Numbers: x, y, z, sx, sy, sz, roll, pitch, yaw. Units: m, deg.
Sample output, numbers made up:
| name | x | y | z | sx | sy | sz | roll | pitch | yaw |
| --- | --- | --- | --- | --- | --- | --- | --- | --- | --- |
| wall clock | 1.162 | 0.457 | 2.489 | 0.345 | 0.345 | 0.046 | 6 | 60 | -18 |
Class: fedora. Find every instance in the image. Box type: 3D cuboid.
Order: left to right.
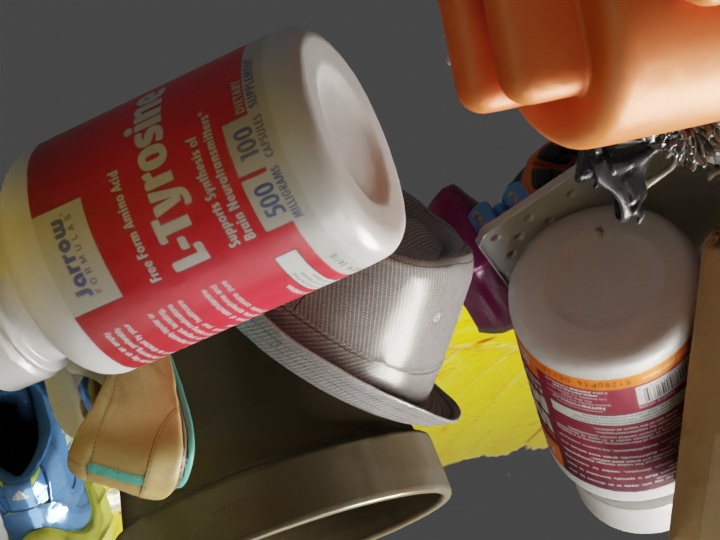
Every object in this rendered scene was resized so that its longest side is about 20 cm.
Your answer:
| name | x | y | z | sx | sy | sz | roll | pitch | yaw |
| --- | --- | --- | --- | --- | --- | --- | --- | --- | --- |
| fedora | 0.000 | 0.000 | 1.411 | 0.091 | 0.177 | 0.200 | -54 | 159 | 12 |

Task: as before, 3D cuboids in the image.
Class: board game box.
| name | x | y | z | sx | sy | sz | roll | pitch | yaw |
| --- | --- | --- | --- | --- | --- | --- | --- | --- | --- |
| board game box | 0.177 | -0.034 | 1.517 | 0.199 | 0.026 | 0.200 | -34 | 143 | 5 |

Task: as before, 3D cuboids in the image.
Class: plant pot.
| name | x | y | z | sx | sy | sz | roll | pitch | yaw |
| --- | --- | --- | --- | --- | --- | --- | --- | --- | --- |
| plant pot | -0.068 | 0.083 | 1.542 | 0.199 | 0.175 | 0.200 | -19 | 169 | -4 |

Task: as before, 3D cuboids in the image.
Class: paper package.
| name | x | y | z | sx | sy | sz | roll | pitch | yaw |
| --- | --- | --- | --- | --- | --- | --- | --- | --- | --- |
| paper package | 0.256 | 0.050 | 1.458 | 0.103 | 0.201 | 0.190 | 15 | -153 | 25 |

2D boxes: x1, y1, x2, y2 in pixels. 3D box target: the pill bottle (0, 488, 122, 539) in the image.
| name | x | y | z | sx | sy | sz | roll | pitch | yaw |
| --- | --- | --- | --- | --- | --- | --- | --- | --- | --- |
| pill bottle | -0.197 | 0.129 | 1.682 | 0.199 | 0.113 | 0.112 | -11 | 165 | -38 |

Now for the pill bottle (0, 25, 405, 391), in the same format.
| name | x | y | z | sx | sy | sz | roll | pitch | yaw |
| --- | --- | --- | --- | --- | --- | --- | --- | --- | --- |
| pill bottle | -0.089 | -0.022 | 1.195 | 0.199 | 0.113 | 0.112 | -24 | 167 | 17 |

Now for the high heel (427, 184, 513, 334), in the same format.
| name | x | y | z | sx | sy | sz | roll | pitch | yaw |
| --- | --- | --- | --- | --- | --- | --- | --- | --- | --- |
| high heel | 0.034 | -0.009 | 1.651 | 0.067 | 0.096 | 0.200 | -33 | -166 | -17 |

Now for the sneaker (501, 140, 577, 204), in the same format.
| name | x | y | z | sx | sy | sz | roll | pitch | yaw |
| --- | --- | --- | --- | --- | --- | --- | --- | --- | --- |
| sneaker | 0.168 | -0.055 | 1.593 | 0.199 | 0.076 | 0.078 | -3 | 170 | -31 |

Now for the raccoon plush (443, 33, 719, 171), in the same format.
| name | x | y | z | sx | sy | sz | roll | pitch | yaw |
| --- | --- | --- | --- | --- | --- | --- | --- | --- | --- |
| raccoon plush | 0.155 | -0.120 | 1.233 | 0.199 | 0.097 | 0.134 | -6 | 148 | -30 |

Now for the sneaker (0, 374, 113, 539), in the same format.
| name | x | y | z | sx | sy | sz | roll | pitch | yaw |
| --- | --- | --- | --- | --- | --- | --- | --- | --- | --- |
| sneaker | -0.174 | 0.071 | 1.421 | 0.075 | 0.201 | 0.105 | -19 | 133 | 0 |

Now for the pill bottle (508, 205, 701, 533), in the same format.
| name | x | y | z | sx | sy | sz | roll | pitch | yaw |
| --- | --- | --- | --- | --- | --- | --- | --- | --- | --- |
| pill bottle | 0.151 | 0.062 | 1.496 | 0.109 | 0.110 | 0.200 | -20 | 143 | 0 |

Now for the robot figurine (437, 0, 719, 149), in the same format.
| name | x | y | z | sx | sy | sz | roll | pitch | yaw |
| --- | --- | --- | --- | --- | --- | --- | --- | --- | --- |
| robot figurine | 0.131 | -0.118 | 1.126 | 0.199 | 0.117 | 0.144 | -13 | 145 | -24 |

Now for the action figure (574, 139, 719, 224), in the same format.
| name | x | y | z | sx | sy | sz | roll | pitch | yaw |
| --- | --- | --- | --- | --- | --- | --- | --- | --- | --- |
| action figure | 0.213 | -0.079 | 1.377 | 0.198 | 0.103 | 0.119 | -3 | -156 | -4 |

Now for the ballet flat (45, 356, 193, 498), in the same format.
| name | x | y | z | sx | sy | sz | roll | pitch | yaw |
| --- | --- | --- | --- | --- | --- | --- | --- | --- | --- |
| ballet flat | -0.124 | 0.035 | 1.296 | 0.063 | 0.200 | 0.069 | 5 | 120 | -15 |
